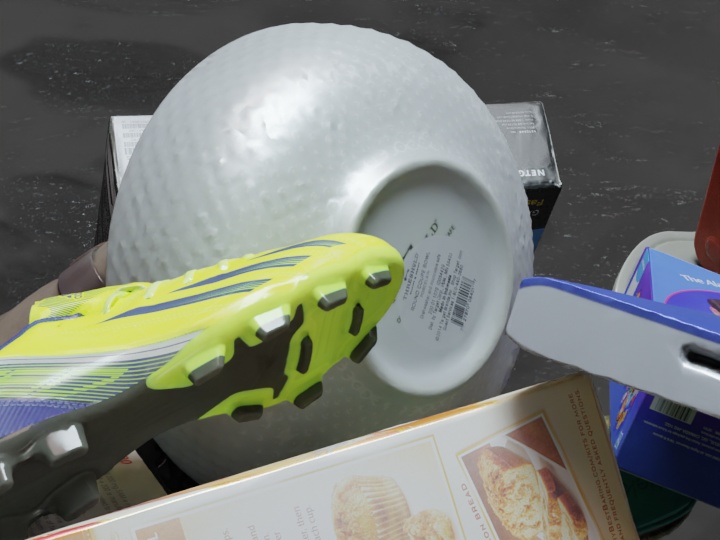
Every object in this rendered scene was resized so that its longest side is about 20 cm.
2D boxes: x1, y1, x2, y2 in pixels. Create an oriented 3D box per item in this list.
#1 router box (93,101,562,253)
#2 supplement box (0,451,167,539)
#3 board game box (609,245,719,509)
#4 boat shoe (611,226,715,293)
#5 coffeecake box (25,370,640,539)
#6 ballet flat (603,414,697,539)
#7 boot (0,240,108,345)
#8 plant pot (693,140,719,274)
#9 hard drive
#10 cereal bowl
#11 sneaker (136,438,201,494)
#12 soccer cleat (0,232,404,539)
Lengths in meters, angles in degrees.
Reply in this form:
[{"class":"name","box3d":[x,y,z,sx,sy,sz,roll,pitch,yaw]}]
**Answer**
[{"class":"router box","box3d":[-0.021,-0.015,1.155,0.199,0.149,0.051,-3,61,-12]},{"class":"supplement box","box3d":[-0.173,0.112,0.915,0.199,0.074,0.126,-7,24,-21]},{"class":"board game box","box3d":[0.200,0.068,1.012,0.199,0.045,0.135,22,22,-3]},{"class":"boat shoe","box3d":[0.167,0.011,1.220,0.074,0.060,0.200,42,37,7]},{"class":"coffeecake box","box3d":[-0.032,0.102,0.811,0.199,0.073,0.153,-16,-5,-23]},{"class":"ballet flat","box3d":[0.046,0.099,0.993,0.199,0.071,0.071,-13,26,-34]},{"class":"boot","box3d":[-0.133,0.035,1.022,0.070,0.146,0.200,55,30,6]},{"class":"plant pot","box3d":[0.269,-0.041,1.138,0.176,0.200,0.200,-22,51,-28]},{"class":"hard drive","box3d":[0.141,0.038,0.826,0.131,0.026,0.200,19,3,22]},{"class":"cereal bowl","box3d":[0.000,0.000,1.000,0.199,0.201,0.083,-17,13,-40]},{"class":"sneaker","box3d":[-0.043,0.064,1.090,0.083,0.072,0.200,-13,8,40]},{"class":"soccer cleat","box3d":[-0.077,0.025,0.894,0.199,0.065,0.084,-27,54,-21]}]
